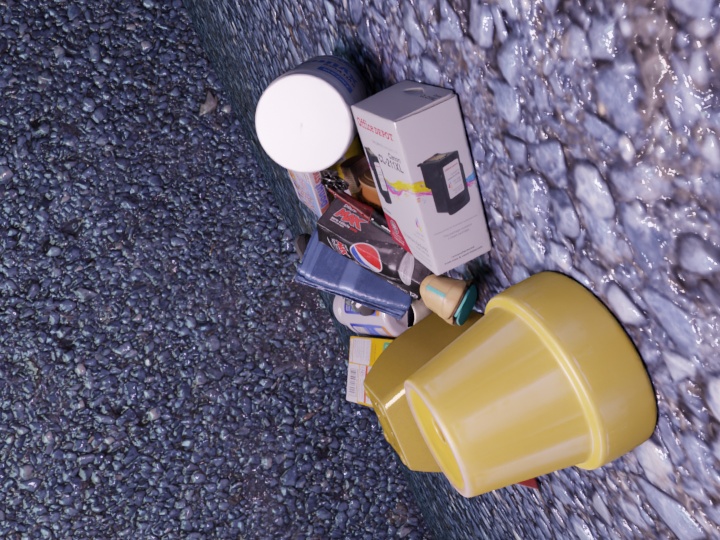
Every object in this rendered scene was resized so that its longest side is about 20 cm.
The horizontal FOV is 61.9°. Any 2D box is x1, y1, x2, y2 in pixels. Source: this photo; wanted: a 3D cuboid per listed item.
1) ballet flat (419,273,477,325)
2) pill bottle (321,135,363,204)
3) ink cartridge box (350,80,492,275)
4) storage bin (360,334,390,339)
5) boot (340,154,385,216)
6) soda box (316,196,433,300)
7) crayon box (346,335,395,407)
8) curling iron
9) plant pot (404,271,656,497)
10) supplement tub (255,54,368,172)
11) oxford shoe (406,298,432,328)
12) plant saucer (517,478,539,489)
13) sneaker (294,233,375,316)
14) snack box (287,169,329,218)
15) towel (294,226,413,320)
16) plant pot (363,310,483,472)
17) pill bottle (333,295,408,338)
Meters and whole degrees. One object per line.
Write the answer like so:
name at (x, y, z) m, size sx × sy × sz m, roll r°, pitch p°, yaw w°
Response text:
ballet flat at (0.119, 0.033, 0.805) m, size 0.063 × 0.069 × 0.200 m, roll 26°, pitch 177°, yaw 15°
pill bottle at (-0.035, -0.161, 1.112) m, size 0.112 × 0.112 × 0.201 m, roll 46°, pitch 159°, yaw 61°
ink cartridge box at (0.073, -0.118, 0.744) m, size 0.146 × 0.083 × 0.200 m, roll 47°, pitch 160°, yaw 60°
storage bin at (0.091, 0.171, 1.214) m, size 0.200 × 0.134 × 0.146 m, roll 52°, pitch 164°, yaw 48°
boot at (0.050, -0.106, 0.972) m, size 0.155 × 0.074 × 0.200 m, roll 60°, pitch 171°, yaw -26°
soda box at (0.029, -0.038, 0.961) m, size 0.200 × 0.071 × 0.063 m, roll 30°, pitch 158°, yaw 14°
crayon box at (0.048, 0.189, 1.098) m, size 0.200 × 0.051 × 0.126 m, roll -5°, pitch 80°, yaw 59°
curling iron at (0.013, -0.089, 0.927) m, size 0.200 × 0.026 × 0.050 m, roll 41°, pitch 170°, yaw 8°
plant pot at (0.156, 0.128, 0.619) m, size 0.201 × 0.188 × 0.201 m, roll 61°, pitch 169°, yaw 21°
supplement tub at (-0.061, -0.226, 0.847) m, size 0.200 × 0.132 × 0.132 m, roll -77°, pitch -32°, yaw -64°
oxford shoe at (0.120, 0.101, 1.059) m, size 0.201 × 0.074 × 0.071 m, roll 65°, pitch 167°, yaw -9°
plant saucer at (0.185, 0.308, 1.048) m, size 0.200 × 0.199 × 0.037 m, roll -172°, pitch 100°, yaw -79°
sneaker at (-0.032, -0.010, 1.080) m, size 0.200 × 0.082 × 0.073 m, roll 40°, pitch -159°, yaw 13°
snack box at (-0.090, -0.151, 0.997) m, size 0.072 × 0.024 × 0.200 m, roll 43°, pitch 168°, yaw 18°
towel at (0.000, 0.000, 1.004) m, size 0.199 × 0.112 × 0.049 m, roll 19°, pitch 155°, yaw 8°
plant pot at (0.122, 0.190, 0.914) m, size 0.196 × 0.200 × 0.194 m, roll 66°, pitch 170°, yaw -12°
pill bottle at (0.032, 0.072, 1.170) m, size 0.200 × 0.112 × 0.112 m, roll -1°, pitch 116°, yaw 57°
